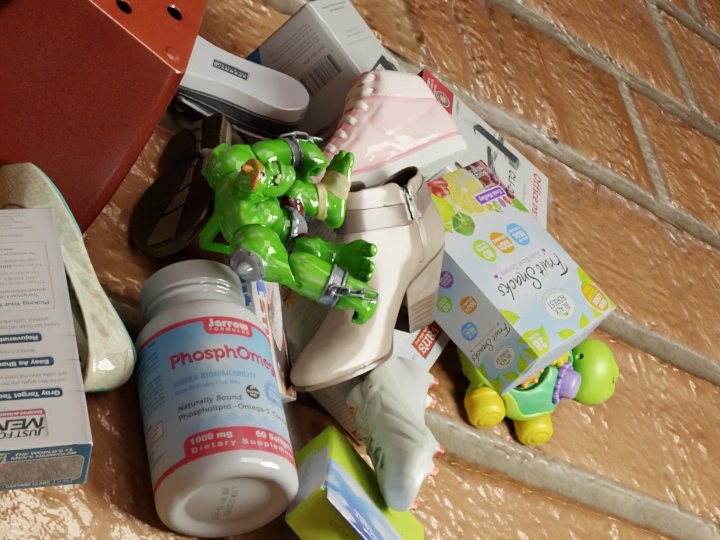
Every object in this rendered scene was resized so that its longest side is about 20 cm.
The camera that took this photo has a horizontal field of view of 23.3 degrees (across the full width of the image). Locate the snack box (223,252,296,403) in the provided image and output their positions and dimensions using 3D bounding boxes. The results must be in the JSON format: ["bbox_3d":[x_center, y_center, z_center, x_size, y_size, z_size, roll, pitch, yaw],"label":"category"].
[{"bbox_3d":[-0.089,0.009,1.463,0.072,0.024,0.201,31,48,-68],"label":"snack box"}]

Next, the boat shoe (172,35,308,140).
[{"bbox_3d":[-0.149,-0.173,1.623,0.199,0.068,0.072,21,40,-8],"label":"boat shoe"}]

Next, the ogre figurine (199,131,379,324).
[{"bbox_3d":[-0.060,-0.041,1.399,0.120,0.098,0.201,7,61,-28],"label":"ogre figurine"}]

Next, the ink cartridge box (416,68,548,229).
[{"bbox_3d":[0.106,-0.096,1.869,0.200,0.084,0.144,40,32,-21],"label":"ink cartridge box"}]

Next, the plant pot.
[{"bbox_3d":[-0.235,-0.184,1.410,0.200,0.176,0.200,39,33,-22],"label":"plant pot"}]

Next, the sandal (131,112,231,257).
[{"bbox_3d":[-0.145,-0.069,1.530,0.200,0.082,0.055,-86,152,-58],"label":"sandal"}]

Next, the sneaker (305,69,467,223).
[{"bbox_3d":[-0.008,-0.115,1.559,0.200,0.075,0.105,-24,84,-25],"label":"sneaker"}]

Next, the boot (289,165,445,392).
[{"bbox_3d":[0.000,0.000,1.488,0.200,0.070,0.147,-31,119,-45],"label":"boot"}]

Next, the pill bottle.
[{"bbox_3d":[-0.117,0.095,1.345,0.109,0.109,0.200,22,42,-41],"label":"pill bottle"}]

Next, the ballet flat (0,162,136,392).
[{"bbox_3d":[-0.236,0.003,1.326,0.062,0.067,0.200,-19,74,-48],"label":"ballet flat"}]

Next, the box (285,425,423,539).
[{"bbox_3d":[-0.002,0.203,1.379,0.122,0.048,0.200,49,7,-7],"label":"box"}]

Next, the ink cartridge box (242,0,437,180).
[{"bbox_3d":[-0.023,-0.142,1.683,0.200,0.145,0.084,54,30,2],"label":"ink cartridge box"}]

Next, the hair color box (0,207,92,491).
[{"bbox_3d":[-0.251,0.053,1.218,0.100,0.061,0.200,-3,55,-18],"label":"hair color box"}]

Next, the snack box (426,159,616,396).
[{"bbox_3d":[0.123,0.002,1.644,0.200,0.068,0.169,49,35,10],"label":"snack box"}]

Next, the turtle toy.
[{"bbox_3d":[0.174,0.091,1.749,0.200,0.101,0.146,23,42,-40],"label":"turtle toy"}]

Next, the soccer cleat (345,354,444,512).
[{"bbox_3d":[0.023,0.132,1.454,0.077,0.069,0.200,24,24,-10],"label":"soccer cleat"}]

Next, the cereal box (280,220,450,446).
[{"bbox_3d":[-0.023,0.040,1.565,0.200,0.039,0.144,48,47,-10],"label":"cereal box"}]
